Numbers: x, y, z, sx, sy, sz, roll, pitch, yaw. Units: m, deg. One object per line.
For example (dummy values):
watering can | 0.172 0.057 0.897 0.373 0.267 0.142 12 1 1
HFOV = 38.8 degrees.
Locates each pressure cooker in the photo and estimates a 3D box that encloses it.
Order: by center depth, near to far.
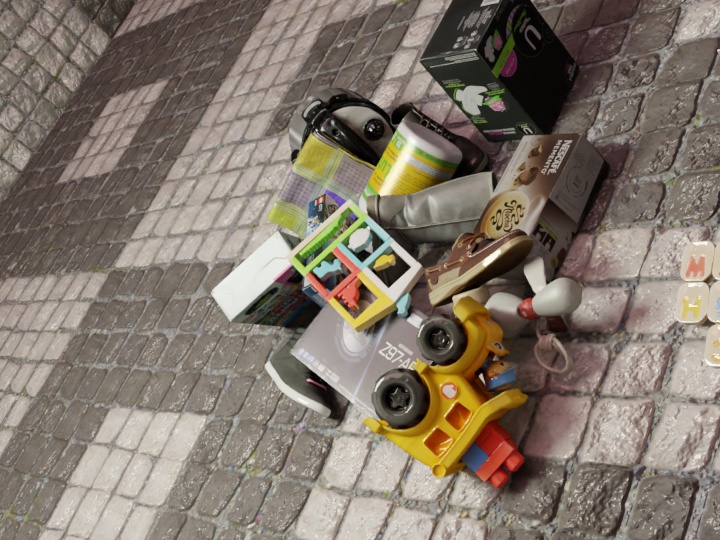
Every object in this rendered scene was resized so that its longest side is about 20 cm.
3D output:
pressure cooker | -0.028 -0.221 1.762 0.200 0.175 0.179 -130 41 -66

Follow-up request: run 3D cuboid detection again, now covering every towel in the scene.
towel | -0.059 -0.126 1.704 0.200 0.143 0.023 -56 4 33

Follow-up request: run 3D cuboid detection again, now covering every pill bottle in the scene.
pill bottle | 0.066 -0.122 1.601 0.200 0.111 0.111 -61 29 19

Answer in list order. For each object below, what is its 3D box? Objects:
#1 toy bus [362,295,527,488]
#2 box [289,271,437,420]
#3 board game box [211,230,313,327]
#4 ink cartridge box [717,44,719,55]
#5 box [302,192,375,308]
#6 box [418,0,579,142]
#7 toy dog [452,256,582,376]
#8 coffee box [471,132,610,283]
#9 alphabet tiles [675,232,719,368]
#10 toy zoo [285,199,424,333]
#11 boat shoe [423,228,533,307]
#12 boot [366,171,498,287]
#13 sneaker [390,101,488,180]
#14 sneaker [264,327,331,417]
toy bus | 0.132 0.158 1.234 0.192 0.136 0.200 39 98 20
box | 0.019 0.111 1.446 0.200 0.044 0.160 35 84 35
board game box | -0.128 0.019 1.639 0.147 0.200 0.064 -41 74 12
ink cartridge box | 0.575 -0.340 1.296 0.175 0.084 0.200 -3 53 47
box | -0.030 -0.009 1.604 0.038 0.137 0.200 -28 38 26
box | 0.218 -0.319 1.580 0.124 0.200 0.149 3 58 49
toy dog | 0.215 0.050 1.305 0.096 0.132 0.200 -22 20 -38
coffee box | 0.246 -0.089 1.420 0.113 0.080 0.200 7 62 53
alphabet tiles | 0.437 0.011 1.107 0.200 0.015 0.196 -2 71 48
toy zoo | 0.000 0.000 1.463 0.131 0.020 0.200 -42 58 -5
boat shoe | 0.147 -0.017 1.354 0.200 0.072 0.072 -40 67 54
boot | 0.117 -0.049 1.521 0.200 0.182 0.073 -7 21 11
sneaker | 0.120 -0.208 1.664 0.075 0.106 0.200 -51 33 -5
sneaker | -0.077 0.147 1.555 0.099 0.071 0.200 -54 29 0
